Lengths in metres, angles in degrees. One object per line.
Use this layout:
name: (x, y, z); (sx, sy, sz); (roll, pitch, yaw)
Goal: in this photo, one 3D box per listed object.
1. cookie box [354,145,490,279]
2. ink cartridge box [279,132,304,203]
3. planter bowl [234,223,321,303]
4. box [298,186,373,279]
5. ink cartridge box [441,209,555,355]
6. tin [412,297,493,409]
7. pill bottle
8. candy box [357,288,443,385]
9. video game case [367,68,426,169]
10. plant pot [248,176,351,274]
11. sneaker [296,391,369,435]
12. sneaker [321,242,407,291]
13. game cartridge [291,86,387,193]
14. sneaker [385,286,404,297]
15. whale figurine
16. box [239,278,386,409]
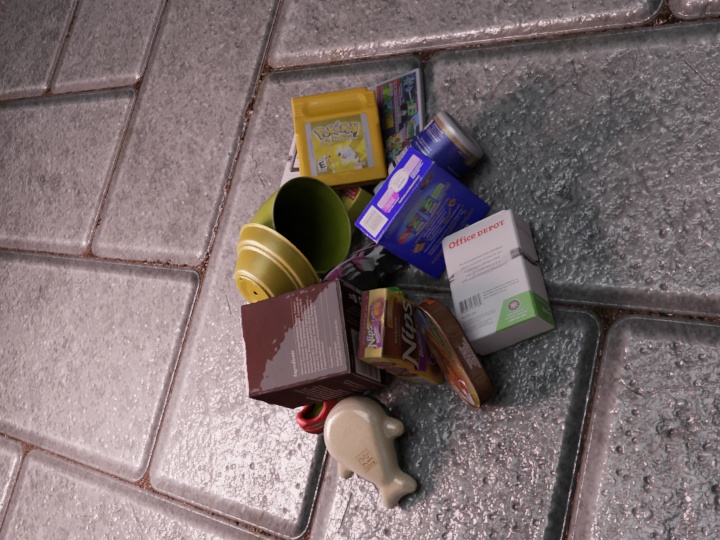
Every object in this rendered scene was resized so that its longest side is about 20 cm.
cookie box: (0.113, -0.097, 1.546); (0.172, 0.199, 0.075); (-53, 48, 7)
ink cartridge box: (-0.091, -0.220, 1.817); (0.067, 0.115, 0.203); (4, 74, 39)
planter bowl: (-0.170, 0.017, 1.593); (0.199, 0.202, 0.084); (16, 53, 41)
box: (-0.055, -0.086, 1.776); (0.075, 0.050, 0.202); (38, 97, 42)
ink cartridge box: (0.231, 0.021, 1.480); (0.144, 0.084, 0.203); (-24, 59, 29)
tin: (0.154, 0.136, 1.439); (0.042, 0.202, 0.112); (-31, 10, -11)
pill bottle: (0.124, -0.189, 1.631); (0.200, 0.115, 0.116); (-45, 51, 16)
candy box: (0.074, 0.117, 1.490); (0.056, 0.199, 0.119); (-9, 67, 36)
video game case: (0.051, -0.299, 1.786); (0.180, 0.023, 0.203); (-15, 63, 28)
plant pot: (-0.149, -0.062, 1.710); (0.199, 0.185, 0.190); (-22, 58, 48)
sneaker: (-0.046, 0.223, 1.619); (0.077, 0.085, 0.201); (40, 96, 41)
sneaker: (0.000, 0.000, 1.639); (0.086, 0.198, 0.082); (2, 111, 52)
game cartridge: (-0.043, -0.262, 1.741); (0.173, 0.032, 0.204); (-9, 77, 1)
sneaker: (-0.007, 0.058, 1.664); (0.198, 0.074, 0.085); (-18, 66, 33)
whale figurine: (0.026, 0.314, 1.535); (0.159, 0.103, 0.201); (-44, 75, 20)
box: (-0.081, 0.132, 1.512); (0.197, 0.166, 0.167); (-15, 70, 20)
